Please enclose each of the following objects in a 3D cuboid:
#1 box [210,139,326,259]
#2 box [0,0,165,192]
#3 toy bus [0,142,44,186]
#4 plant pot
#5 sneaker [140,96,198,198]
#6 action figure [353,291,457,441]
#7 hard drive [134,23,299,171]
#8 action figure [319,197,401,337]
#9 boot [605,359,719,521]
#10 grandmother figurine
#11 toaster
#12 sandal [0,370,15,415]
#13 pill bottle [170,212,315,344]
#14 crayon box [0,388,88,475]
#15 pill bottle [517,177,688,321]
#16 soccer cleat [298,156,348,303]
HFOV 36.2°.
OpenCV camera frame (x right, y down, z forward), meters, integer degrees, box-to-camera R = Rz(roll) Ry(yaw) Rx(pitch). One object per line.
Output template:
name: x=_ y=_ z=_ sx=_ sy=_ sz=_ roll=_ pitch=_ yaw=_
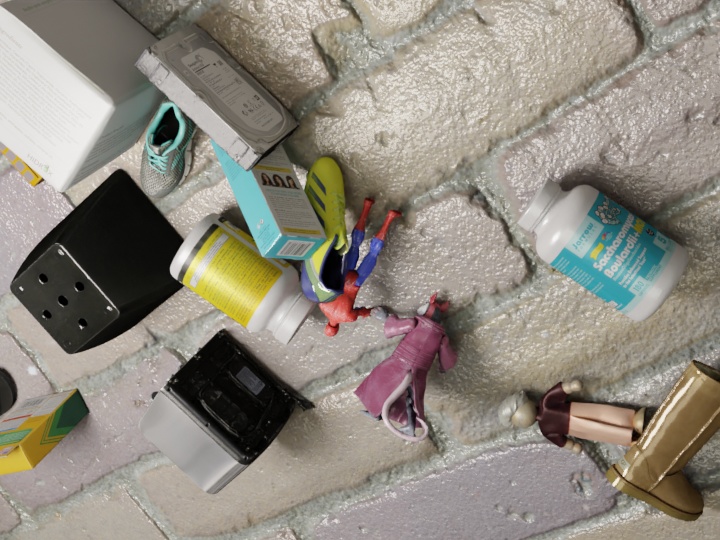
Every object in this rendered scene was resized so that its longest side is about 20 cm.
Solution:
box: x=-0.124 y=-0.109 z=1.465 sx=0.049 sy=0.082 sz=0.200 roll=-46 pitch=57 yaw=33
box: x=-0.389 y=-0.255 z=1.485 sx=0.200 sy=0.199 sz=0.171 roll=41 pitch=122 yaw=-2
toy bus: x=-0.518 y=-0.228 z=1.631 sx=0.078 sy=0.065 sz=0.200 roll=-36 pitch=99 yaw=33
plant pot: x=-0.392 y=0.005 z=1.632 sx=0.199 sy=0.177 sz=0.200 roll=-35 pitch=98 yaw=31
sneaker: x=-0.275 y=-0.179 z=1.542 sx=0.078 sy=0.091 sz=0.200 roll=30 pitch=123 yaw=6
action figure: x=0.065 y=0.121 z=1.525 sx=0.134 sy=0.149 sz=0.200 roll=24 pitch=90 yaw=-1
hard drive: x=-0.184 y=-0.231 z=1.451 sx=0.200 sy=0.140 sz=0.038 roll=43 pitch=122 yaw=-2
action figure: x=0.000 y=0.000 z=1.547 sx=0.065 sy=0.099 sz=0.200 roll=26 pitch=100 yaw=11
boot: x=0.447 y=0.233 z=1.472 sx=0.175 sy=0.066 sz=0.200 roll=23 pitch=110 yaw=-29
grandmother figurine: x=0.291 y=0.205 z=1.532 sx=0.200 sy=0.061 sz=0.121 roll=6 pitch=109 yaw=16
toaster: x=-0.207 y=0.216 z=1.666 sx=0.200 sy=0.181 sz=0.119 roll=42 pitch=126 yaw=-2
sandal: x=-0.670 y=0.246 z=1.943 sx=0.075 sy=0.045 sz=0.200 roll=43 pitch=123 yaw=-3
pill bottle: x=-0.163 y=0.016 z=1.584 sx=0.200 sy=0.112 sz=0.112 roll=35 pitch=123 yaw=2
crayon box: x=-0.558 y=0.278 z=1.822 sx=0.126 sy=0.200 sz=0.052 roll=-14 pitch=109 yaw=27
pill bottle: x=0.297 y=-0.032 z=1.376 sx=0.200 sy=0.111 sz=0.111 roll=33 pitch=123 yaw=3
soccer cleat: x=-0.038 y=-0.055 z=1.482 sx=0.084 sy=0.065 sz=0.200 roll=-6 pitch=78 yaw=53
